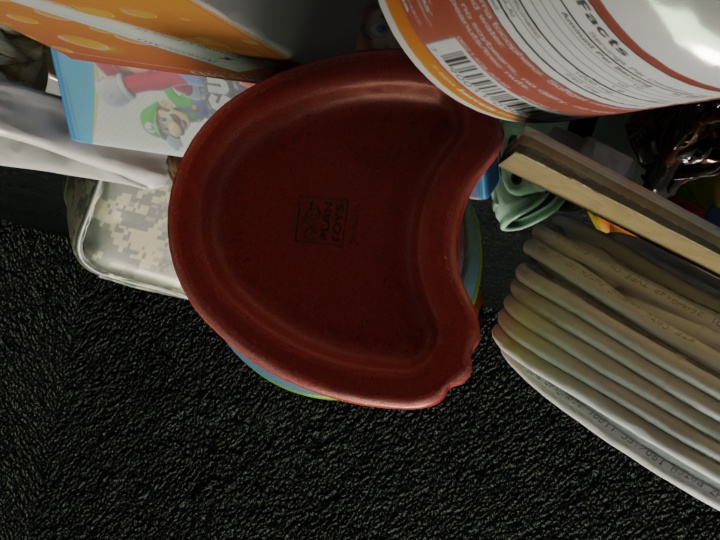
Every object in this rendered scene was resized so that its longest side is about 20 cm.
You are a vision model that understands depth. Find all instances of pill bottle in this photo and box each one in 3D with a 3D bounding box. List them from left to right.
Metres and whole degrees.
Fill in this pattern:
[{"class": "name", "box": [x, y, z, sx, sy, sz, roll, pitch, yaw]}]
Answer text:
[{"class": "pill bottle", "box": [0.087, -0.101, 0.536, 0.112, 0.113, 0.200, 13, 175, -21]}]

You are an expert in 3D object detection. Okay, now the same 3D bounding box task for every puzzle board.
[{"class": "puzzle board", "box": [0.119, -0.010, 0.681, 0.150, 0.017, 0.200, 27, -177, 1]}]

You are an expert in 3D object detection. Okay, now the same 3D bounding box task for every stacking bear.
[{"class": "stacking bear", "box": [0.000, 0.000, 0.764, 0.113, 0.122, 0.200, 6, 170, 8]}]

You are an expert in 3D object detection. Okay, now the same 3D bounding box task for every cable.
[{"class": "cable", "box": [0.150, 0.046, 0.806, 0.199, 0.070, 0.200, 28, -172, 17]}]

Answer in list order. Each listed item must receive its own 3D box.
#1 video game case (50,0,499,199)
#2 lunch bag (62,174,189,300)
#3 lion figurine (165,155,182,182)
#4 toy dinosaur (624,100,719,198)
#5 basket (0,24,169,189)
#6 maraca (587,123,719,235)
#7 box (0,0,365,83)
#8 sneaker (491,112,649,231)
[{"class": "video game case", "box": [-0.043, -0.104, 0.809, 0.199, 0.144, 0.018, 9, -142, 24]}, {"class": "lunch bag", "box": [-0.065, -0.075, 1.090, 0.199, 0.140, 0.168, 12, -150, -19]}, {"class": "lion figurine", "box": [-0.036, -0.075, 0.880, 0.123, 0.072, 0.200, 54, 150, -6]}, {"class": "toy dinosaur", "box": [0.203, -0.061, 0.759, 0.199, 0.136, 0.102, -29, 144, 33]}, {"class": "basket", "box": [-0.191, -0.120, 0.958, 0.199, 0.124, 0.135, 9, 176, 36]}, {"class": "maraca", "box": [0.155, -0.049, 0.960, 0.107, 0.138, 0.200, -38, 164, 18]}, {"class": "box", "box": [-0.086, -0.134, 0.665, 0.124, 0.098, 0.200, 9, 176, 23]}, {"class": "sneaker", "box": [0.043, -0.082, 0.865, 0.199, 0.119, 0.074, 11, 178, 29]}]
